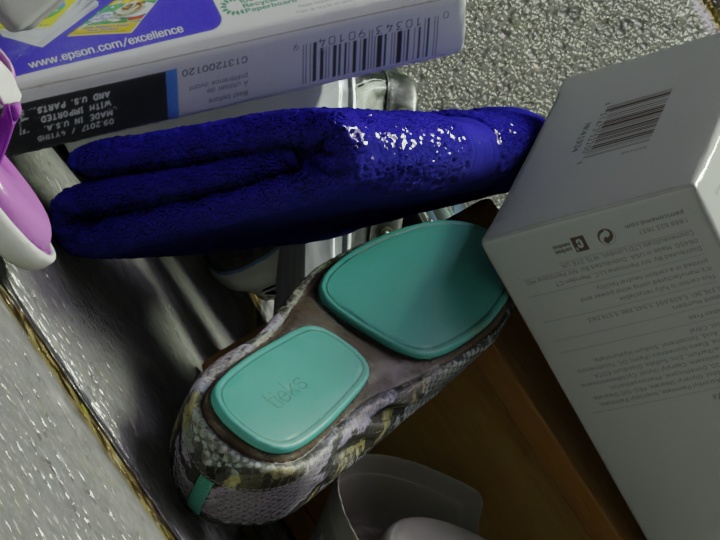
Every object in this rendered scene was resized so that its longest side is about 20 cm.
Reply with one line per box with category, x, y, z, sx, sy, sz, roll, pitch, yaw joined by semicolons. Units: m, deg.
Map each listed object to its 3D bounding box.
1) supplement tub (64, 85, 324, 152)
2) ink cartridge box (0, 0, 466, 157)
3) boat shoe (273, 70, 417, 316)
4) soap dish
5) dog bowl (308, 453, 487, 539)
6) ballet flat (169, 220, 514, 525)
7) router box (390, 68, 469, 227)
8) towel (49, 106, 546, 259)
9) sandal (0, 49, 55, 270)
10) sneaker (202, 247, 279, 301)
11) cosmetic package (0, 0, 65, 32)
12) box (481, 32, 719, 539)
supplement tub;-0.102;-0.138;1.142;0.132;0.132;0.200;54;5;-40
ink cartridge box;-0.083;-0.143;1.011;0.044;0.197;0.200;91;-20;-46
boat shoe;0.000;0.000;1.141;0.072;0.071;0.201;-166;-102;-74
soap dish;0.042;0.092;1.059;0.200;0.157;0.081;56;21;-11
dog bowl;0.055;0.158;0.931;0.200;0.059;0.200;36;13;-10
ballet flat;-0.010;0.041;0.929;0.072;0.072;0.200;57;39;-1
router box;0.003;-0.051;1.267;0.200;0.062;0.150;61;12;-25
towel;-0.019;-0.043;0.990;0.200;0.147;0.050;-6;83;-62
sandal;-0.151;-0.092;0.809;0.203;0.050;0.082;58;5;-7
sneaker;-0.042;-0.010;1.342;0.200;0.072;0.073;-58;125;-81
cosmetic package;-0.150;-0.235;0.890;0.167;0.166;0.200;45;-5;41
box;0.150;0.021;1.005;0.200;0.097;0.125;60;35;-23
